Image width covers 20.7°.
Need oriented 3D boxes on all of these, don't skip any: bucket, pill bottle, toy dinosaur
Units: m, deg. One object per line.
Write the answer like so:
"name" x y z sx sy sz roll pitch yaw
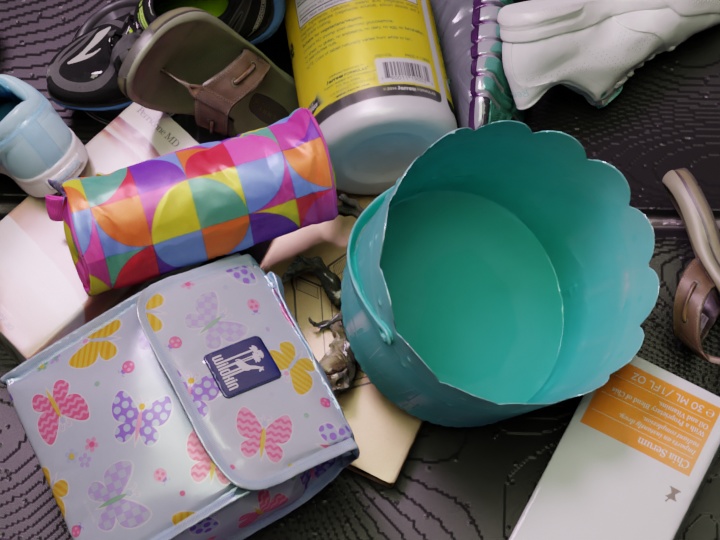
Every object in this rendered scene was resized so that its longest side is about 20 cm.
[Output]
"bucket" 0.087 0.008 1.354 0.205 0.135 0.210 5 75 -18
"pill bottle" 0.002 -0.168 1.467 0.111 0.113 0.202 -10 62 0
"toy dinosaur" 0.000 0.000 1.423 0.088 0.047 0.201 35 72 0

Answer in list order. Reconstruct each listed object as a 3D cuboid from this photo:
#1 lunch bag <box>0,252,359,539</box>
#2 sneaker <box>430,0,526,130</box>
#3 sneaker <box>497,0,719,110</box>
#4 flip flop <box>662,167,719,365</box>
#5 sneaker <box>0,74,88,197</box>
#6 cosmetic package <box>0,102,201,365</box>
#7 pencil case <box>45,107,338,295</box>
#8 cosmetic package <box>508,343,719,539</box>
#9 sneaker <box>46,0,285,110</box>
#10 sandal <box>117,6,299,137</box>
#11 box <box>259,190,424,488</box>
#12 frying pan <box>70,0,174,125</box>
"lunch bag" -0.120 0.101 1.354 0.199 0.127 0.171 -28 72 3
"sneaker" 0.078 -0.164 1.510 0.087 0.074 0.202 -6 62 26
"sneaker" 0.193 -0.169 1.497 0.198 0.075 0.090 -12 107 -22
"flip flop" 0.244 0.019 1.406 0.057 0.081 0.202 -18 64 4
"sneaker" -0.270 -0.119 1.453 0.074 0.082 0.199 -44 35 -19
"cosmetic package" -0.191 -0.018 1.445 0.103 0.087 0.200 40 75 19
"pencil case" -0.115 -0.049 1.365 0.198 0.089 0.089 -15 67 -10
"cosmetic package" 0.170 0.165 1.352 0.101 0.071 0.201 25 72 13
"sneaker" -0.154 -0.182 1.471 0.198 0.083 0.071 -21 65 20
"sandal" -0.093 -0.131 1.429 0.057 0.200 0.080 39 102 39
"box" -0.006 0.037 1.444 0.162 0.021 0.201 23 70 13
"frying pan" -0.142 -0.180 1.544 0.188 0.031 0.116 -21 68 -2
